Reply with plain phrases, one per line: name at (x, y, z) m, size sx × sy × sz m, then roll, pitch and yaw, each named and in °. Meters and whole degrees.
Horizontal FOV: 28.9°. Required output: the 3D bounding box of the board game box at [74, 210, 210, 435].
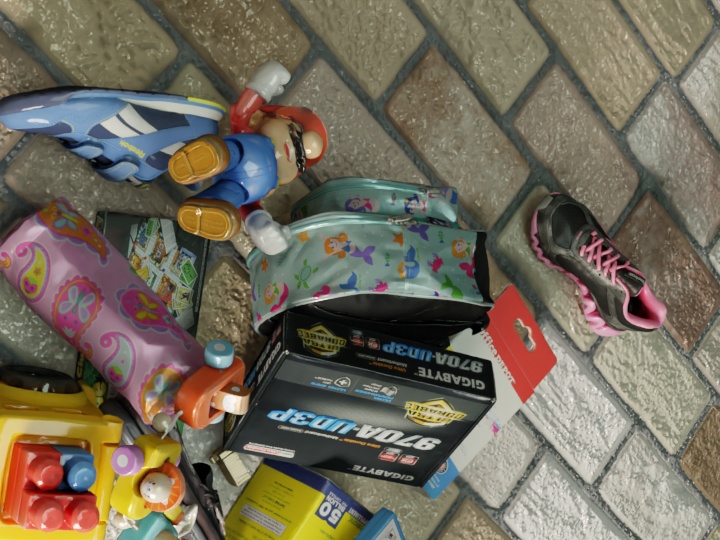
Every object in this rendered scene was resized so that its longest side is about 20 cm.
board game box at (-0.192, 0.053, 1.215) m, size 0.104 × 0.023 × 0.201 m, roll 7°, pitch 93°, yaw -36°

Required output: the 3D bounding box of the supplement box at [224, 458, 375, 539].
supplement box at (-0.075, 0.288, 1.277) m, size 0.109 × 0.109 × 0.200 m, roll 41°, pitch 74°, yaw -31°

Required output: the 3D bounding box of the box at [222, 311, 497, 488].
box at (-0.003, 0.118, 1.228) m, size 0.199 × 0.159 × 0.046 m, roll 14°, pitch 48°, yaw -19°

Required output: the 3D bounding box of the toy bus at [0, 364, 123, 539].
toy bus at (-0.280, 0.152, 1.065) m, size 0.199 × 0.192 × 0.136 m, roll 9°, pitch 94°, yaw -30°

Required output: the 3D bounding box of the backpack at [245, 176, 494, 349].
backpack at (0.000, 0.000, 1.248) m, size 0.199 × 0.177 × 0.151 m, roll -3°, pitch 76°, yaw -29°

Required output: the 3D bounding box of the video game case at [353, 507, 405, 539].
video game case at (0.004, 0.326, 1.269) m, size 0.143 × 0.018 × 0.200 m, roll -46°, pitch 139°, yaw -27°

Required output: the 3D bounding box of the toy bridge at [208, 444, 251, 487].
toy bridge at (-0.061, 0.121, 1.307) m, size 0.200 × 0.027 × 0.067 m, roll -34°, pitch 105°, yaw -23°

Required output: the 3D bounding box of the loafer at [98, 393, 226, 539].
loafer at (-0.153, 0.177, 1.211) m, size 0.063 × 0.072 × 0.200 m, roll -39°, pitch 121°, yaw -20°

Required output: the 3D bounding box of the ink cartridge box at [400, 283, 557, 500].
ink cartridge box at (0.093, 0.113, 1.390) m, size 0.200 × 0.067 × 0.116 m, roll -44°, pitch 118°, yaw -21°

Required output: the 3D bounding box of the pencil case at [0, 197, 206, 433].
pencil case at (-0.205, 0.035, 1.126) m, size 0.200 × 0.087 × 0.087 m, roll 46°, pitch 70°, yaw -3°

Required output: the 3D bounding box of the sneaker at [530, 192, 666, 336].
sneaker at (0.258, -0.005, 1.471) m, size 0.079 × 0.095 × 0.200 m, roll -50°, pitch 119°, yaw -16°

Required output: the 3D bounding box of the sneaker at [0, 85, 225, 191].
sneaker at (-0.203, -0.110, 1.153) m, size 0.199 × 0.074 × 0.083 m, roll 3°, pitch 98°, yaw -34°

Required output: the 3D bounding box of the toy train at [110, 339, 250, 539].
toy train at (-0.133, 0.162, 1.087) m, size 0.150 × 0.055 × 0.201 m, roll -33°, pitch 143°, yaw -52°

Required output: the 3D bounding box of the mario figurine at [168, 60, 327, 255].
mario figurine at (-0.076, -0.095, 1.154) m, size 0.124 × 0.106 × 0.200 m, roll -62°, pitch 172°, yaw 27°
